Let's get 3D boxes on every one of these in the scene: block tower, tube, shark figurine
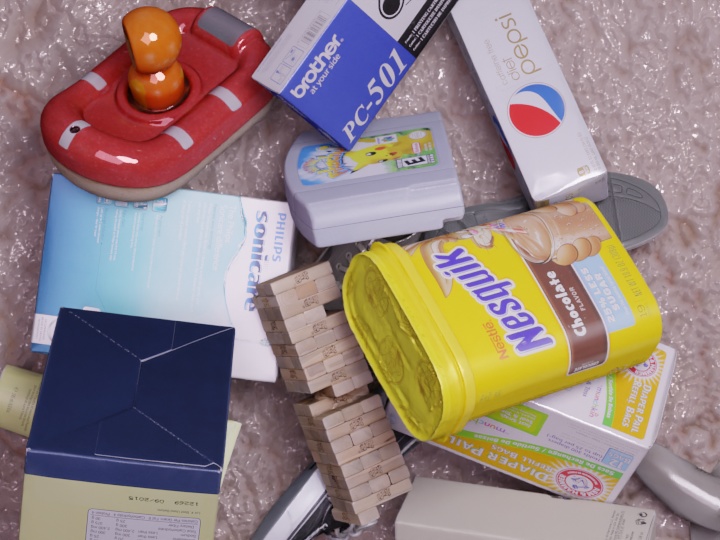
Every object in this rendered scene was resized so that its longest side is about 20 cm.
[{"bbox_3d":[-0.021,0.095,1.561,0.058,0.054,0.200,-21,97,-22],"label":"block tower"},{"bbox_3d":[-0.203,0.130,1.641,0.200,0.052,0.058,19,131,-4],"label":"tube"},{"bbox_3d":[0.334,0.183,1.614,0.214,0.090,0.128,-10,92,3],"label":"shark figurine"}]

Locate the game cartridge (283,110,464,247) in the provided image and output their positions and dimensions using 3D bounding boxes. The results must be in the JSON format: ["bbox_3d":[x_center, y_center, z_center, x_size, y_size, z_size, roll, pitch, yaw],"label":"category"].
[{"bbox_3d":[0.007,-0.074,1.560,0.133,0.200,0.041,-13,112,2],"label":"game cartridge"}]

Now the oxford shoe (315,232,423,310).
[{"bbox_3d":[0.000,0.000,1.630,0.075,0.058,0.200,29,93,-2],"label":"oxford shoe"}]

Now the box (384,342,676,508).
[{"bbox_3d":[0.132,0.092,1.585,0.200,0.113,0.101,21,53,1],"label":"box"}]

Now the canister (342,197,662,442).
[{"bbox_3d":[0.108,0.031,1.499,0.200,0.087,0.149,-16,61,-26],"label":"canister"}]

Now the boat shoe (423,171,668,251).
[{"bbox_3d":[0.149,-0.028,1.631,0.202,0.065,0.075,-15,71,-5],"label":"boat shoe"}]

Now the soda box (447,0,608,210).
[{"bbox_3d":[0.130,-0.142,1.595,0.064,0.068,0.200,-23,73,1],"label":"soda box"}]

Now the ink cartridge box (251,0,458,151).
[{"bbox_3d":[0.012,-0.201,1.551,0.094,0.044,0.200,36,89,-43],"label":"ink cartridge box"}]

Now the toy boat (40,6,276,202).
[{"bbox_3d":[-0.161,-0.150,1.559,0.130,0.131,0.200,32,61,28],"label":"toy boat"}]

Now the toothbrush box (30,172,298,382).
[{"bbox_3d":[-0.154,0.005,1.618,0.200,0.085,0.147,6,90,1],"label":"toothbrush box"}]

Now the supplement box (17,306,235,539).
[{"bbox_3d":[-0.170,0.166,1.450,0.134,0.200,0.200,7,117,-4],"label":"supplement box"}]

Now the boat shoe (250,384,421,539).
[{"bbox_3d":[-0.019,0.185,1.626,0.068,0.074,0.199,42,76,-5],"label":"boat shoe"}]

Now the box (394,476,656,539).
[{"bbox_3d":[0.130,0.224,1.589,0.200,0.068,0.082,8,122,15],"label":"box"}]
